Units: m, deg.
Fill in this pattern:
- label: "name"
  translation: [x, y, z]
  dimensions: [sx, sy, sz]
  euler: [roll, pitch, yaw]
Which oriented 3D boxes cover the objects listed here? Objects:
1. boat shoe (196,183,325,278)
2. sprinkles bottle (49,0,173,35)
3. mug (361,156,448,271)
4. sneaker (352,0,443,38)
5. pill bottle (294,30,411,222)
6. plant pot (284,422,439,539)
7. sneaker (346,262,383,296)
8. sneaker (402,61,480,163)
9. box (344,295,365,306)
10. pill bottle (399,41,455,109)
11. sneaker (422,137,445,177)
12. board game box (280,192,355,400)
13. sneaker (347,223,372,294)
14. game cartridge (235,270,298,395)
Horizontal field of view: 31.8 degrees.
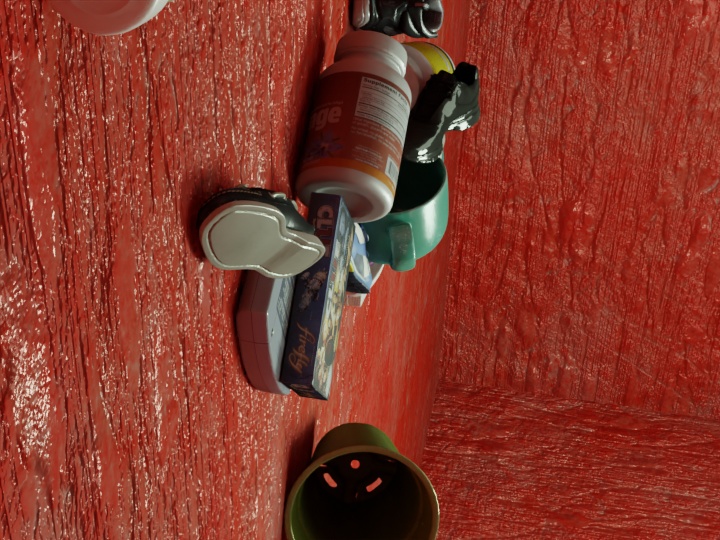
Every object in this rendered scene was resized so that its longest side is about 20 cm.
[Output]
- label: "boat shoe"
  translation: [-0.091, -0.042, 1.083]
  dimensions: [0.061, 0.074, 0.200]
  euler: [58, 15, 18]
- label: "sprinkles bottle"
  translation: [-0.116, -0.189, 0.727]
  dimensions: [0.200, 0.068, 0.069]
  euler: [-66, 161, -65]
- label: "mug"
  translation: [0.034, -0.071, 1.659]
  dimensions: [0.115, 0.151, 0.185]
  euler: [85, 29, -44]
- label: "sneaker"
  translation: [0.055, -0.337, 1.689]
  dimensions: [0.200, 0.113, 0.076]
  euler: [-10, 108, -82]
- label: "pill bottle"
  translation: [-0.004, -0.165, 1.430]
  dimensions: [0.112, 0.111, 0.201]
  euler: [81, 18, -64]
- label: "plant pot"
  translation: [-0.004, 0.295, 1.703]
  dimensions: [0.190, 0.198, 0.202]
  euler: [-106, -159, -75]
- label: "sneaker"
  translation: [0.012, -0.052, 1.786]
  dimensions: [0.100, 0.074, 0.201]
  euler: [75, 24, -68]
- label: "sneaker"
  translation: [0.095, -0.211, 1.657]
  dimensions: [0.200, 0.076, 0.091]
  euler: [-47, 151, -44]
- label: "box"
  translation: [0.000, 0.000, 1.884]
  dimensions: [0.200, 0.038, 0.042]
  euler: [-64, 161, -67]
- label: "pill bottle"
  translation: [0.061, -0.262, 1.775]
  dimensions: [0.200, 0.113, 0.115]
  euler: [-33, 130, -70]
- label: "sneaker"
  translation: [0.057, -0.162, 1.785]
  dimensions: [0.200, 0.077, 0.080]
  euler: [-159, -123, -65]
- label: "board game box"
  translation: [-0.043, 0.031, 1.355]
  dimensions: [0.136, 0.034, 0.201]
  euler: [61, 37, -77]
- label: "sneaker"
  translation: [-0.021, -0.023, 1.586]
  dimensions: [0.200, 0.073, 0.083]
  euler: [77, 20, -72]
- label: "game cartridge"
  translation: [-0.088, 0.044, 1.286]
  dimensions: [0.200, 0.041, 0.134]
  euler: [84, 20, -61]
